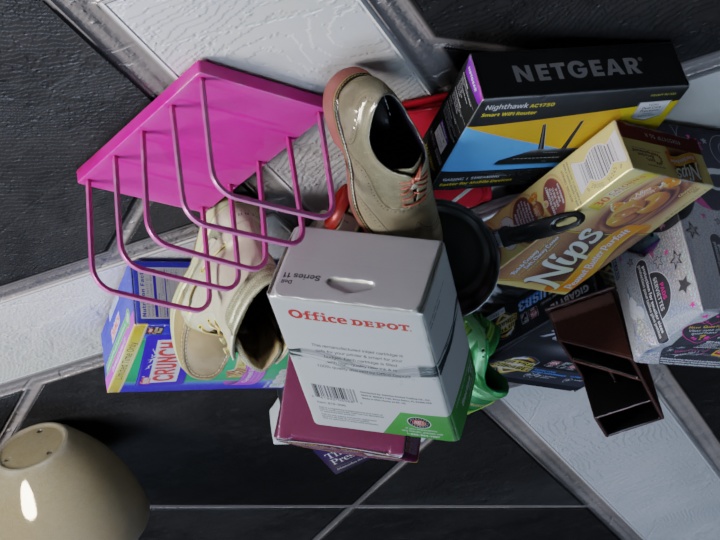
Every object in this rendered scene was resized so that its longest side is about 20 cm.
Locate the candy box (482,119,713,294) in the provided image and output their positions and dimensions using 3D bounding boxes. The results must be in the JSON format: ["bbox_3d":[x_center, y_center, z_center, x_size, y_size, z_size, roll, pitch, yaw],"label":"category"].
[{"bbox_3d":[0.207,-0.053,1.591,0.115,0.056,0.200,9,145,-40],"label":"candy box"}]

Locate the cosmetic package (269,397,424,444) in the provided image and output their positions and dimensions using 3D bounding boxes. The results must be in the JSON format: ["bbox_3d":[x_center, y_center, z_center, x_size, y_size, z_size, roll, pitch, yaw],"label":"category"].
[{"bbox_3d":[0.005,0.158,2.104,0.198,0.052,0.151,1,150,-19],"label":"cosmetic package"}]

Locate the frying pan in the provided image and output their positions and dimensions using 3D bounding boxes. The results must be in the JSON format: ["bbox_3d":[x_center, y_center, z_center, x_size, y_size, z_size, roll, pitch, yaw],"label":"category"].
[{"bbox_3d":[0.097,-0.034,1.567,0.190,0.115,0.031,-41,-175,24],"label":"frying pan"}]

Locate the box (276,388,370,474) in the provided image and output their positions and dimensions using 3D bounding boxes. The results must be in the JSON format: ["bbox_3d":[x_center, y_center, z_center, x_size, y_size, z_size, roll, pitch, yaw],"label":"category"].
[{"bbox_3d":[0.023,0.130,1.956,0.199,0.079,0.141,-26,137,12],"label":"box"}]

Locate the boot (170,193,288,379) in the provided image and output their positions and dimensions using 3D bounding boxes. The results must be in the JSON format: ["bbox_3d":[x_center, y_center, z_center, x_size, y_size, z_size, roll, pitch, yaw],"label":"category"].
[{"bbox_3d":[-0.119,0.051,1.642,0.071,0.155,0.201,3,123,-25],"label":"boot"}]

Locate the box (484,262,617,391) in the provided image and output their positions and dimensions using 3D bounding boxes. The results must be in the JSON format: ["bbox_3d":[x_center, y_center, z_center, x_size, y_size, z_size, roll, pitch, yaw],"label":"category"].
[{"bbox_3d":[0.229,0.061,1.826,0.199,0.050,0.198,12,148,-44],"label":"box"}]

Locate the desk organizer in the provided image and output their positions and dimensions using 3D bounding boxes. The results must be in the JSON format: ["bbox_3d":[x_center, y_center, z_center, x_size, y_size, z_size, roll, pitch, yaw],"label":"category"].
[{"bbox_3d":[0.248,0.095,1.755,0.071,0.078,0.200,-19,153,11],"label":"desk organizer"}]

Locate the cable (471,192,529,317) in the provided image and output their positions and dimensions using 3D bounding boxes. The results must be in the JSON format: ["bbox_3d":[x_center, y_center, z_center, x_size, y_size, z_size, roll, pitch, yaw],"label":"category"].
[{"bbox_3d":[0.169,-0.012,1.782,0.198,0.070,0.200,-8,154,-2],"label":"cable"}]

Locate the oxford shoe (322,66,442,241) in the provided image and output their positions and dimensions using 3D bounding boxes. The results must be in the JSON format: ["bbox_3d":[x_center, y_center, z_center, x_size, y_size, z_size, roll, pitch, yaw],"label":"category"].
[{"bbox_3d":[0.029,-0.076,1.494,0.070,0.075,0.201,-37,123,-16],"label":"oxford shoe"}]

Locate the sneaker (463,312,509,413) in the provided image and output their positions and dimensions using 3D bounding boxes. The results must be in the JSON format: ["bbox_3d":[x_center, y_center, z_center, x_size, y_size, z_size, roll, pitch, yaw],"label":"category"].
[{"bbox_3d":[0.095,0.054,1.740,0.083,0.074,0.201,-14,124,18],"label":"sneaker"}]

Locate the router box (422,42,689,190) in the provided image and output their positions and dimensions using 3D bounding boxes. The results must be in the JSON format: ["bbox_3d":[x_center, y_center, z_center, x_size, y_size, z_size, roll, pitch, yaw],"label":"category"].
[{"bbox_3d":[0.165,-0.134,1.530,0.198,0.051,0.149,-7,154,-21],"label":"router box"}]

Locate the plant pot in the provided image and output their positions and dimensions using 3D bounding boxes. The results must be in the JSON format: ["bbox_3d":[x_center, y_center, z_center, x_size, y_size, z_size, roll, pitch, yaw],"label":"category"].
[{"bbox_3d":[-0.365,0.260,2.071,0.198,0.201,0.135,-14,119,10],"label":"plant pot"}]

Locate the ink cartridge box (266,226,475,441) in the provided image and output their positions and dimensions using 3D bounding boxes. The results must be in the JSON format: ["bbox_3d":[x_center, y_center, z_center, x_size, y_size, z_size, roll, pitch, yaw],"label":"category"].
[{"bbox_3d":[0.014,0.058,1.564,0.145,0.084,0.201,7,144,18],"label":"ink cartridge box"}]

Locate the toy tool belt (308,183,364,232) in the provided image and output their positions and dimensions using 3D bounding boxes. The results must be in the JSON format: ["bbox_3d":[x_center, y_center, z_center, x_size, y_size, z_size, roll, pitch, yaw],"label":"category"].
[{"bbox_3d":[0.000,0.000,1.675,0.122,0.126,0.200,25,144,-10],"label":"toy tool belt"}]

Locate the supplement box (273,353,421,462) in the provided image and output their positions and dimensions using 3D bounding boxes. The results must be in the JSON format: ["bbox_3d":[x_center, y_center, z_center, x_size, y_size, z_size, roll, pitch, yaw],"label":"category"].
[{"bbox_3d":[-0.004,0.134,1.776,0.130,0.104,0.200,8,174,7],"label":"supplement box"}]

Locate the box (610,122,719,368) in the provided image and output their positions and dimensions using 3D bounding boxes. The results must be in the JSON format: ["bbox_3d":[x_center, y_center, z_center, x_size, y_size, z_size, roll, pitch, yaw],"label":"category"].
[{"bbox_3d":[0.316,-0.023,1.655,0.131,0.202,0.115,5,150,-28],"label":"box"}]

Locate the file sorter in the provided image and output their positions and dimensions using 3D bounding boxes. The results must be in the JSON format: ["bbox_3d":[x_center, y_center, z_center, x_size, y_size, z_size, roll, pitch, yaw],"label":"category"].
[{"bbox_3d":[-0.132,-0.064,1.513,0.138,0.126,0.200,13,147,-37],"label":"file sorter"}]

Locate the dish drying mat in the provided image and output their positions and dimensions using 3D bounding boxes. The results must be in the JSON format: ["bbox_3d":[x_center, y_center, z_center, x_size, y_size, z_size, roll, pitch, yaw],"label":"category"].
[{"bbox_3d":[0.078,-0.105,1.620,0.076,0.018,0.200,-12,154,5],"label":"dish drying mat"}]

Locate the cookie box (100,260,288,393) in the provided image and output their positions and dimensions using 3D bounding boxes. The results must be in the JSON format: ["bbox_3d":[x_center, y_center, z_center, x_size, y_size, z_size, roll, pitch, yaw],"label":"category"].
[{"bbox_3d":[-0.156,0.060,1.819,0.198,0.076,0.171,1,153,-18],"label":"cookie box"}]
